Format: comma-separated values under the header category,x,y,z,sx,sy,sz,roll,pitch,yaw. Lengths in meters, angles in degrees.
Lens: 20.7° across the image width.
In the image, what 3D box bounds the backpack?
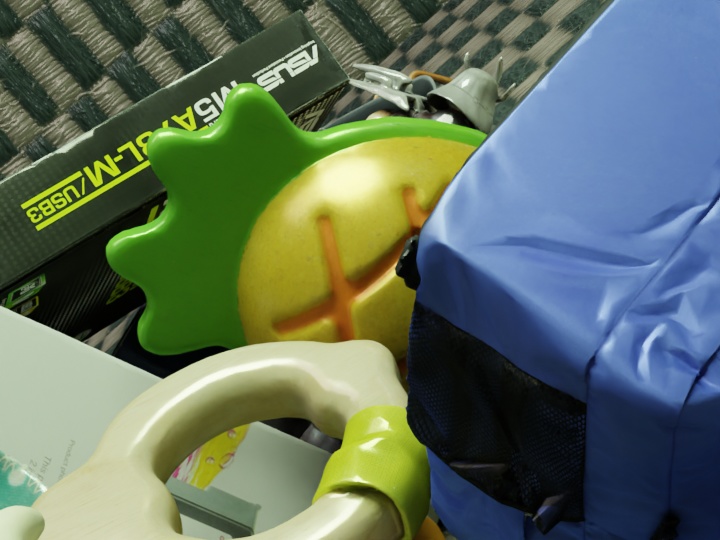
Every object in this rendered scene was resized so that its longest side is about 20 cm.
category,x,y,z,sx,sy,sz,roll,pitch,yaw
backpack,0.103,0.036,0.624,0.162,0.167,0.201,-42,-23,-24

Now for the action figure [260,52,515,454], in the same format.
category,x,y,z,sx,sy,sz,roll,pitch,yaw
action figure,0.016,-0.007,0.894,0.069,0.130,0.201,17,-78,-52

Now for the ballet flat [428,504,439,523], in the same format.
category,x,y,z,sx,sy,sz,roll,pitch,yaw
ballet flat,0.012,0.101,0.975,0.072,0.072,0.200,-41,11,3

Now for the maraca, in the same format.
category,x,y,z,sx,sy,sz,roll,pitch,yaw
maraca,0.000,0.000,0.785,0.107,0.198,0.138,-124,54,-66

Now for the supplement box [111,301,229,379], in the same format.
category,x,y,z,sx,sy,sz,roll,pitch,yaw
supplement box,-0.110,0.128,1.027,0.201,0.108,0.110,-61,4,17

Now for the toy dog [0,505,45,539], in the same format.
category,x,y,z,sx,sy,sz,roll,pitch,yaw
toy dog,-0.034,0.161,0.594,0.140,0.194,0.199,-53,-27,15

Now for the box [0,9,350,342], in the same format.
category,x,y,z,sx,sy,sz,roll,pitch,yaw
box,-0.113,-0.019,0.903,0.192,0.048,0.200,-31,-8,-25

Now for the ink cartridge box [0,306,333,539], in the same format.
category,x,y,z,sx,sy,sz,roll,pitch,yaw
ink cartridge box,-0.115,0.132,0.833,0.146,0.199,0.147,-27,42,55

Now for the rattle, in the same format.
category,x,y,z,sx,sy,sz,roll,pitch,yaw
rattle,-0.064,0.112,0.734,0.198,0.143,0.131,-20,54,-1

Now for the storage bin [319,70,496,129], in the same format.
category,x,y,z,sx,sy,sz,roll,pitch,yaw
storage bin,0.055,-0.023,1.047,0.200,0.133,0.147,162,117,-66
